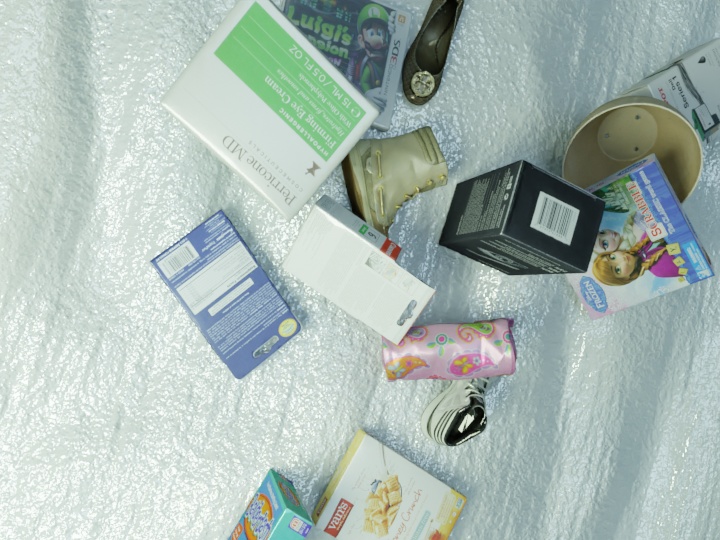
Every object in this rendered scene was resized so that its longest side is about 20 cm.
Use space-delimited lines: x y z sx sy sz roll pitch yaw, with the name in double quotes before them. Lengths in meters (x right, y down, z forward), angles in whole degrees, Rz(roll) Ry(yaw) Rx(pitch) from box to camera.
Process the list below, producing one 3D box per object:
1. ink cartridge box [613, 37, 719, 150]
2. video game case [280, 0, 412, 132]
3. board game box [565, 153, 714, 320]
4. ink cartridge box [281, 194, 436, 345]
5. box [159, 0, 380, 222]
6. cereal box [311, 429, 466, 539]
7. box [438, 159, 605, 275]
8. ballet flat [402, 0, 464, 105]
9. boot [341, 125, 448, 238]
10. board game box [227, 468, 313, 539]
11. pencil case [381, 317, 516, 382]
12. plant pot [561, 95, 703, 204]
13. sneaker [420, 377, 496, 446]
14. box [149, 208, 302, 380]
"ink cartridge box" 0.560 -0.286 1.011 0.197 0.084 0.149 -32 99 -17
"video game case" -0.030 -0.324 0.857 0.195 0.023 0.187 13 85 -17
"board game box" 0.411 -0.044 0.914 0.202 0.197 0.041 56 36 -8
"ink cartridge box" 0.000 0.000 0.800 0.198 0.051 0.110 34 118 0
"box" -0.110 -0.197 0.726 0.198 0.200 0.172 41 93 -13
"cereal box" 0.045 0.351 0.857 0.198 0.039 0.146 34 80 -14
"box" 0.225 -0.067 0.843 0.145 0.199 0.107 21 83 -17
"ballet flat" 0.116 -0.353 0.891 0.066 0.046 0.205 23 83 -15
"boot" 0.062 -0.104 0.858 0.151 0.073 0.206 -14 88 -14
"board game box" -0.144 0.378 0.747 0.045 0.152 0.203 34 79 -13
"pencil case" 0.127 0.113 0.834 0.194 0.087 0.090 -6 91 10
"plant pot" 0.430 -0.193 0.933 0.200 0.199 0.135 45 39 -12
"sneaker" 0.179 0.182 0.869 0.075 0.115 0.202 40 78 -13
"box" -0.181 0.035 0.800 0.120 0.032 0.202 -36 98 -14
